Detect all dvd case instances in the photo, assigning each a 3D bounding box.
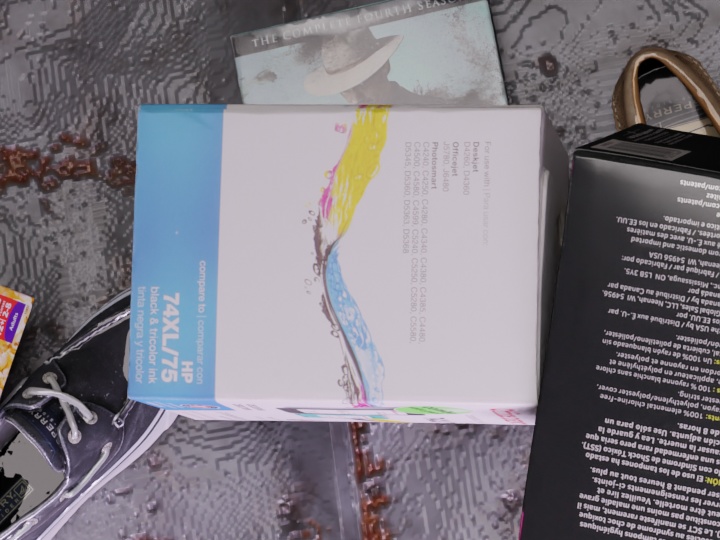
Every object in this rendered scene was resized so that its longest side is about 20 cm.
[{"bbox_3d":[0.016,-0.044,1.303,0.146,0.022,0.200,-11,78,8],"label":"dvd case"}]

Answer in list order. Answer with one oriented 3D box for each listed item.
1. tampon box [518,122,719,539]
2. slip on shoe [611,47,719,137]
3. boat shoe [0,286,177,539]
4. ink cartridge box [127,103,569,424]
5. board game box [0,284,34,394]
[{"bbox_3d":[0.161,0.043,1.157,0.126,0.150,0.200,11,100,16],"label":"tampon box"},{"bbox_3d":[0.183,-0.023,1.249,0.076,0.061,0.200,-19,78,6],"label":"slip on shoe"},{"bbox_3d":[-0.161,0.084,1.289,0.072,0.068,0.200,43,90,14],"label":"boat shoe"},{"bbox_3d":[0.000,0.000,1.213,0.200,0.147,0.146,0,83,10],"label":"ink cartridge box"},{"bbox_3d":[-0.266,0.090,1.286,0.151,0.046,0.200,12,81,41],"label":"board game box"}]
